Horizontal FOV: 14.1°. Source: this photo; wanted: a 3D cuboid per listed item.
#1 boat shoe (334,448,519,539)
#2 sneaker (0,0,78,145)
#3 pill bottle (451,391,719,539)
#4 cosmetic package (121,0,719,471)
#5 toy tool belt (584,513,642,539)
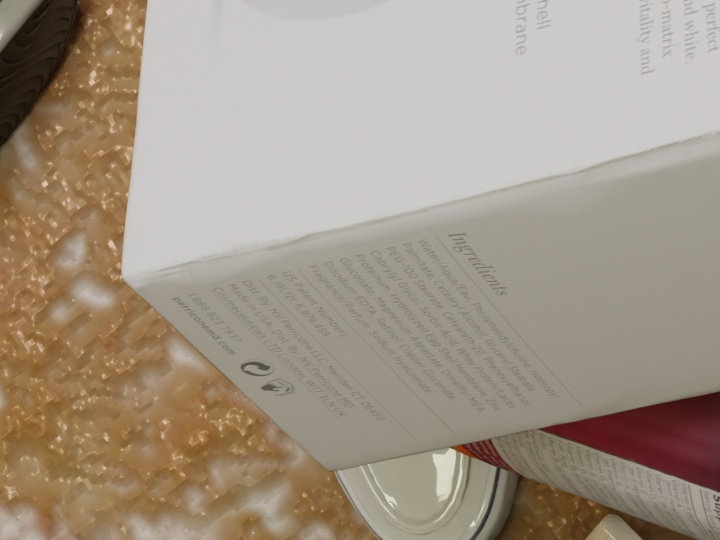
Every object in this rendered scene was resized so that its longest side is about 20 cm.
[{"bbox_3d":[0.000,0.000,0.945,0.073,0.065,0.201,-16,88,18],"label":"boat shoe"},{"bbox_3d":[-0.191,-0.057,0.998,0.106,0.075,0.200,46,106,8],"label":"sneaker"},{"bbox_3d":[0.114,0.027,0.857,0.199,0.109,0.110,18,99,37],"label":"pill bottle"},{"bbox_3d":[0.056,-0.073,0.800,0.199,0.123,0.200,-13,55,25],"label":"cosmetic package"},{"bbox_3d":[0.069,0.186,0.905,0.122,0.125,0.201,-22,87,26],"label":"toy tool belt"}]
